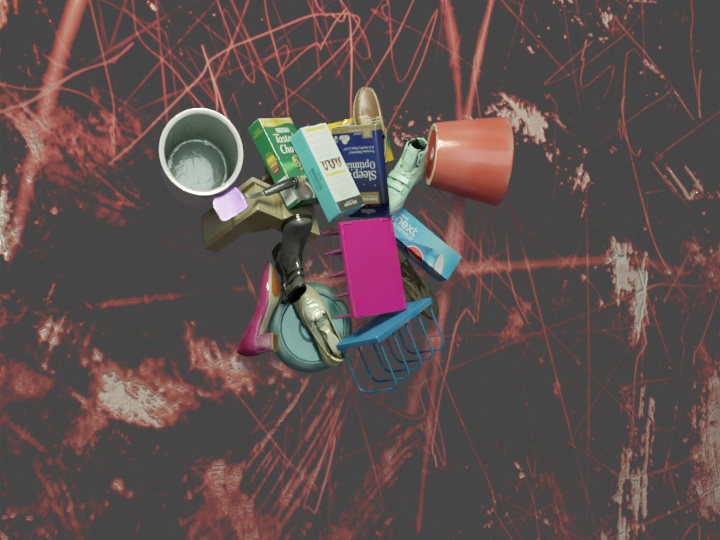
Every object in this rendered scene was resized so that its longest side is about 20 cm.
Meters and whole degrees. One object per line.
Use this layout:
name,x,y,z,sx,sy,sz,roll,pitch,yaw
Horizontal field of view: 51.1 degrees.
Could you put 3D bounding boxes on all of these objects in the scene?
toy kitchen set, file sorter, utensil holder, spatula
toy kitchen set,-0.225,-0.137,1.673,0.198,0.178,0.167,20,48,-49
file sorter,0.000,0.000,1.679,0.136,0.125,0.206,-7,86,-31
utensil holder,-0.335,-0.227,1.574,0.165,0.200,0.176,1,87,-14
file sorter,0.074,0.166,1.661,0.198,0.137,0.125,-32,101,-42
spatula,-0.207,-0.156,1.527,0.197,0.021,0.057,-24,73,-33

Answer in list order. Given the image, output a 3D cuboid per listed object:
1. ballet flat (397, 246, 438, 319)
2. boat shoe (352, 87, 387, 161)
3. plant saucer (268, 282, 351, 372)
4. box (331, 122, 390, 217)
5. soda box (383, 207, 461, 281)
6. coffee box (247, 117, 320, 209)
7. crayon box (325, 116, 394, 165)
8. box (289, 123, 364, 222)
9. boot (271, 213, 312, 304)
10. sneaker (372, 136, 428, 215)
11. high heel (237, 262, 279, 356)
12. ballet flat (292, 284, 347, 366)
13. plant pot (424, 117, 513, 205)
ballet flat,0.117,0.031,1.768,0.202,0.046,0.068,54,44,-12
boat shoe,0.029,-0.312,1.685,0.074,0.072,0.206,-8,89,-16
plant saucer,-0.110,0.129,1.704,0.194,0.027,0.207,1,85,-16
box,0.002,-0.215,1.654,0.032,0.118,0.206,-27,113,-53
soda box,0.137,-0.062,1.766,0.198,0.064,0.069,38,78,-9
coffee box,-0.155,-0.236,1.640,0.122,0.044,0.204,-16,77,-56
crayon box,-0.033,-0.281,1.734,0.195,0.058,0.122,-19,92,-16
box,-0.072,-0.214,1.634,0.081,0.049,0.204,-21,83,-44
boot,-0.135,-0.020,1.606,0.068,0.201,0.135,-4,62,-19
sneaker,0.089,-0.221,1.706,0.072,0.120,0.201,26,53,16
high heel,-0.230,0.086,1.667,0.093,0.067,0.206,-6,81,16
ballet flat,-0.086,0.119,1.664,0.068,0.069,0.203,-30,94,-15
plant pot,0.246,-0.262,1.755,0.172,0.200,0.207,5,85,-5
